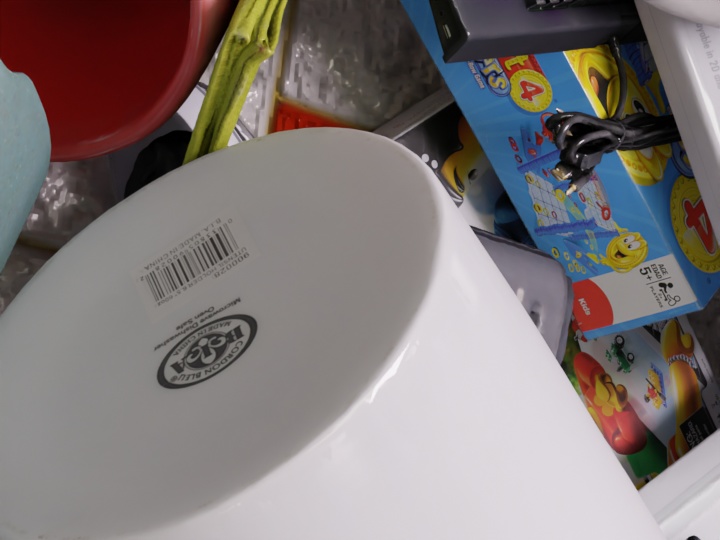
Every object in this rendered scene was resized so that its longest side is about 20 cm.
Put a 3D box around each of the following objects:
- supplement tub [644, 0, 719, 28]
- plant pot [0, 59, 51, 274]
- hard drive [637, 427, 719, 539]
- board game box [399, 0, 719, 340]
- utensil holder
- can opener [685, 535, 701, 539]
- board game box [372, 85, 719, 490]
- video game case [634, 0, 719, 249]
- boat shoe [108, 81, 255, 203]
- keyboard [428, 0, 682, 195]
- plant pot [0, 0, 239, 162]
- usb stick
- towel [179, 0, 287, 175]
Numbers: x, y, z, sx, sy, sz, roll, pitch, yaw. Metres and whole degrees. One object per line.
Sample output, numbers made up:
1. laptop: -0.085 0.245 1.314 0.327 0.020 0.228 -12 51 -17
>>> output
1. supplement tub: 0.145 -0.194 0.801 0.132 0.132 0.201 26 60 -29
2. plant pot: -0.195 0.008 0.679 0.200 0.200 0.197 42 56 -23
3. hard drive: 0.175 0.099 0.971 0.200 0.026 0.132 -33 136 -33
4. board game box: 0.105 -0.109 0.934 0.196 0.056 0.200 59 42 -16
5. utensil holder: -0.002 0.084 0.697 0.170 0.169 0.200 -53 130 -27
6. can opener: 0.139 0.170 0.914 0.079 0.063 0.201 -98 175 -45
7. board game box: 0.068 0.024 0.939 0.126 0.035 0.201 -34 103 -33
8. video game case: 0.198 -0.060 0.876 0.181 0.024 0.201 -18 88 -26
9. boat shoe: -0.019 0.010 0.864 0.066 0.070 0.201 -42 108 -38
10. keyboard: 0.091 -0.096 0.855 0.200 0.021 0.128 -13 87 -49
11. plant pot: -0.094 -0.164 0.767 0.201 0.200 0.178 49 50 -19
12. usb stick: 0.000 0.000 0.819 0.199 0.033 0.056 17 76 -42
13. towel: -0.017 -0.107 0.768 0.018 0.086 0.201 21 47 -1
